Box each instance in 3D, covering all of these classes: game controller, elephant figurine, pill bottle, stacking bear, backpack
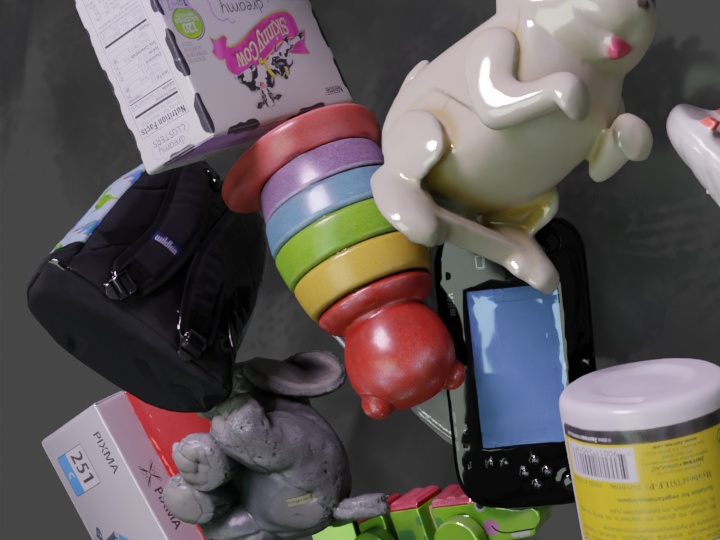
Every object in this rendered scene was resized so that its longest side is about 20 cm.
[{"bbox_3d":[0.109,0.065,0.861,0.103,0.042,0.202,-7,96,0],"label":"game controller"},{"bbox_3d":[-0.073,0.115,0.972,0.141,0.200,0.155,-36,108,19],"label":"elephant figurine"},{"bbox_3d":[0.198,0.167,0.810,0.111,0.111,0.202,-5,101,33],"label":"pill bottle"},{"bbox_3d":[0.000,0.000,0.848,0.201,0.121,0.114,65,162,14],"label":"stacking bear"},{"bbox_3d":[-0.148,-0.003,0.935,0.163,0.201,0.154,37,138,-17],"label":"backpack"}]

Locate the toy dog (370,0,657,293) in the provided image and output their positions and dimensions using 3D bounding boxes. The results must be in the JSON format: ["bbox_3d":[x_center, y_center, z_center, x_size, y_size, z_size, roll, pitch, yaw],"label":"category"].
[{"bbox_3d":[0.108,-0.116,0.778,0.139,0.194,0.201,25,113,-24],"label":"toy dog"}]

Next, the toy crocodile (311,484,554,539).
[{"bbox_3d":[0.051,0.188,0.935,0.199,0.067,0.062,-16,94,35],"label":"toy crocodile"}]

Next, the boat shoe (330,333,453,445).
[{"bbox_3d":[0.031,0.062,0.913,0.072,0.068,0.200,-44,79,32],"label":"boat shoe"}]

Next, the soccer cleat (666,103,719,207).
[{"bbox_3d":[0.253,-0.019,0.753,0.200,0.069,0.078,44,125,11],"label":"soccer cleat"}]

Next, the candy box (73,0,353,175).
[{"bbox_3d":[-0.112,-0.184,0.877,0.071,0.167,0.201,-24,91,36],"label":"candy box"}]

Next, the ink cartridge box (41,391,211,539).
[{"bbox_3d":[-0.175,0.199,1.097,0.176,0.045,0.201,-33,85,35],"label":"ink cartridge box"}]
